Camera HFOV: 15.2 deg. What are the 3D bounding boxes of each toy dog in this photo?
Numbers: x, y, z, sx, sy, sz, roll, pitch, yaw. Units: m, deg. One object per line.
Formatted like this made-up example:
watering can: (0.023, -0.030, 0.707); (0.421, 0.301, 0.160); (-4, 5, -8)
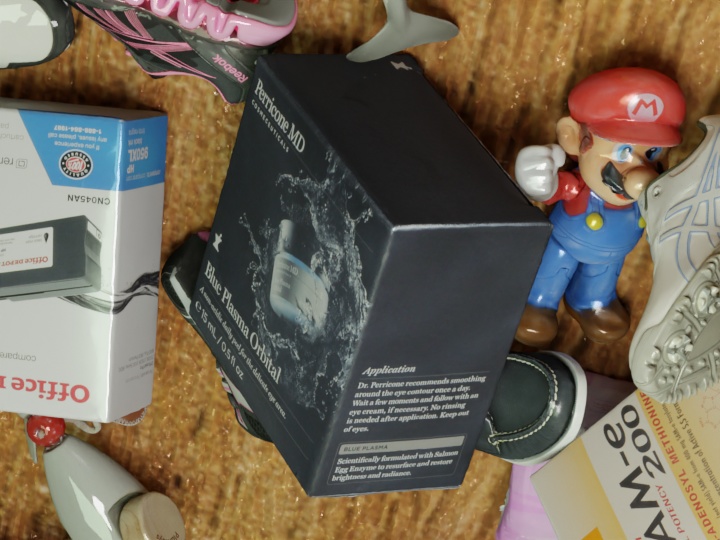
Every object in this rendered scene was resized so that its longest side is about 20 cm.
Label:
toy dog: (-0.185, 0.131, 1.895); (0.131, 0.096, 0.201); (-4, 102, 24)

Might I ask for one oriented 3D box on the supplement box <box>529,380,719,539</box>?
supplement box: (0.211, 0.122, 1.608); (0.200, 0.126, 0.073); (-42, 143, 25)

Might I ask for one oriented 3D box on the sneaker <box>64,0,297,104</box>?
sneaker: (-0.141, -0.164, 1.716); (0.199, 0.079, 0.096); (23, 134, 7)

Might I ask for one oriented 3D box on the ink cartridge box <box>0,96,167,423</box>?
ink cartridge box: (-0.211, -0.008, 1.775); (0.144, 0.084, 0.201); (6, 98, 16)

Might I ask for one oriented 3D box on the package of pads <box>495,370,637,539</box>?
package of pads: (0.191, 0.139, 1.761); (0.199, 0.076, 0.121); (13, 121, 11)

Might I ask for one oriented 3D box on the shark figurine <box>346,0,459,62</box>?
shark figurine: (-0.002, -0.230, 1.627); (0.215, 0.089, 0.128); (52, 155, -4)

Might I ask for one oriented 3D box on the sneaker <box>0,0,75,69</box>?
sneaker: (-0.283, -0.158, 1.759); (0.199, 0.080, 0.074); (5, 118, 15)

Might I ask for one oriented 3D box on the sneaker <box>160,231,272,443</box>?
sneaker: (-0.067, 0.069, 1.814); (0.200, 0.080, 0.086); (49, 136, -3)

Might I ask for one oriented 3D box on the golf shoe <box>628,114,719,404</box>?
golf shoe: (0.195, -0.010, 1.565); (0.097, 0.200, 0.078); (16, 149, 37)

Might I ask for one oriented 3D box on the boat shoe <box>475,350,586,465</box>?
boat shoe: (0.073, 0.082, 1.716); (0.060, 0.076, 0.200); (15, 167, -25)

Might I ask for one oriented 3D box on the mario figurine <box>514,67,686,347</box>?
mario figurine: (0.152, -0.032, 1.656); (0.106, 0.123, 0.201); (30, 130, 21)

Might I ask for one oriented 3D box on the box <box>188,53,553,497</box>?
box: (0.000, 0.000, 1.662); (0.117, 0.197, 0.201); (-2, 125, -30)
